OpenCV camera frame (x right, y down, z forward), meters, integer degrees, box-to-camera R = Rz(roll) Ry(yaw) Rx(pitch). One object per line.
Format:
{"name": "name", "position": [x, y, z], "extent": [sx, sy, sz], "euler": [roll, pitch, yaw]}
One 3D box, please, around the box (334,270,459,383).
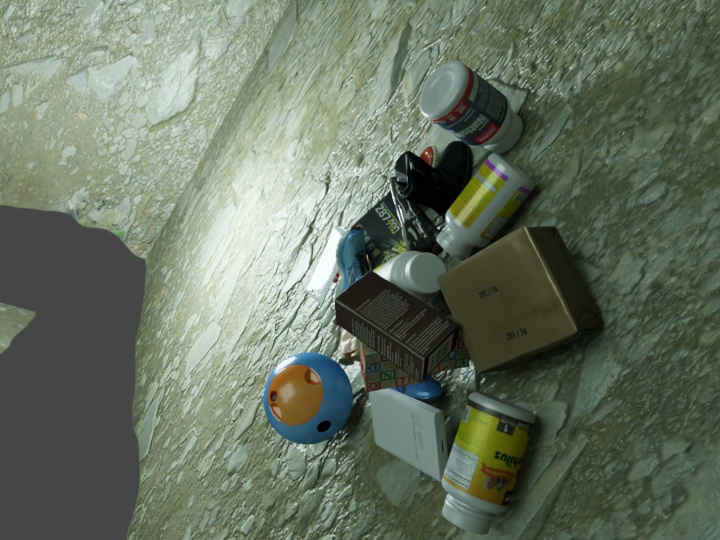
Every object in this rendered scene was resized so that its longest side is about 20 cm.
{"name": "box", "position": [0.059, 0.093, 1.002], "extent": [0.200, 0.100, 0.075], "euler": [34, 144, 28]}

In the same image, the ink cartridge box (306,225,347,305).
{"name": "ink cartridge box", "position": [-0.064, -0.010, 1.532], "extent": [0.109, 0.050, 0.201], "euler": [32, 99, 56]}

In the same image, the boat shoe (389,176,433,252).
{"name": "boat shoe", "position": [0.108, -0.120, 1.238], "extent": [0.057, 0.067, 0.201], "euler": [-16, 62, 8]}

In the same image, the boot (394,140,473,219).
{"name": "boot", "position": [0.155, -0.218, 1.232], "extent": [0.076, 0.168, 0.201], "euler": [-14, 60, 49]}

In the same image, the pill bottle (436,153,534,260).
{"name": "pill bottle", "position": [0.234, -0.118, 1.119], "extent": [0.200, 0.104, 0.104], "euler": [-53, 36, 20]}

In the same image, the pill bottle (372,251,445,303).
{"name": "pill bottle", "position": [0.087, 0.024, 1.117], "extent": [0.200, 0.104, 0.105], "euler": [151, 133, -67]}

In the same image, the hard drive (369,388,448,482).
{"name": "hard drive", "position": [0.089, 0.302, 1.104], "extent": [0.200, 0.027, 0.132], "euler": [9, 109, 55]}

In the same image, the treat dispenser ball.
{"name": "treat dispenser ball", "position": [-0.117, 0.285, 1.298], "extent": [0.201, 0.200, 0.202], "euler": [-32, 47, 42]}

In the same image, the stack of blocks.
{"name": "stack of blocks", "position": [0.100, 0.153, 1.072], "extent": [0.059, 0.199, 0.115], "euler": [-105, 10, -45]}

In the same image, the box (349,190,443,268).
{"name": "box", "position": [0.083, -0.077, 1.301], "extent": [0.161, 0.049, 0.200], "euler": [-40, 51, 10]}

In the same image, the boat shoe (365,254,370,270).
{"name": "boat shoe", "position": [0.009, 0.019, 1.387], "extent": [0.066, 0.072, 0.201], "euler": [-38, 45, 30]}

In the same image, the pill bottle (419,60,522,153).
{"name": "pill bottle", "position": [0.227, -0.315, 1.155], "extent": [0.119, 0.200, 0.120], "euler": [-31, 48, 42]}

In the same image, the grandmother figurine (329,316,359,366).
{"name": "grandmother figurine", "position": [-0.022, 0.126, 1.391], "extent": [0.121, 0.061, 0.201], "euler": [-12, 55, 19]}

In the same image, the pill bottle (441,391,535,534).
{"name": "pill bottle", "position": [0.197, 0.304, 0.923], "extent": [0.109, 0.109, 0.201], "euler": [13, 83, 56]}

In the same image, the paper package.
{"name": "paper package", "position": [0.253, 0.049, 0.947], "extent": [0.200, 0.103, 0.191], "euler": [-35, 70, 39]}

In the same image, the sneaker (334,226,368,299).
{"name": "sneaker", "position": [0.000, 0.000, 1.286], "extent": [0.090, 0.078, 0.201], "euler": [19, 118, 37]}

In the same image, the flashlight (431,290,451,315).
{"name": "flashlight", "position": [0.226, 0.029, 1.090], "extent": [0.200, 0.068, 0.068], "euler": [-27, 76, 41]}

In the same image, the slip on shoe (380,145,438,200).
{"name": "slip on shoe", "position": [0.116, -0.213, 1.382], "extent": [0.200, 0.061, 0.074], "euler": [-52, 34, 20]}

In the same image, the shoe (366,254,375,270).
{"name": "shoe", "position": [0.056, -0.016, 1.356], "extent": [0.070, 0.053, 0.201], "euler": [-18, 56, 27]}

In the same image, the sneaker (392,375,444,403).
{"name": "sneaker", "position": [0.092, 0.199, 1.153], "extent": [0.200, 0.066, 0.079], "euler": [22, 120, 58]}
